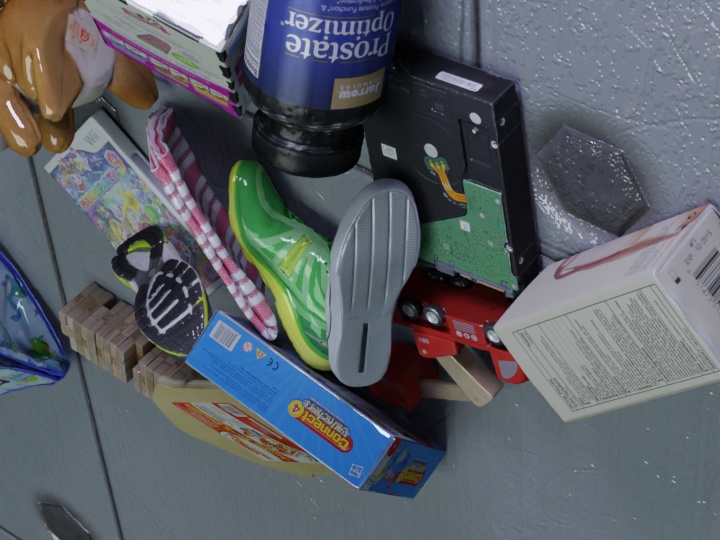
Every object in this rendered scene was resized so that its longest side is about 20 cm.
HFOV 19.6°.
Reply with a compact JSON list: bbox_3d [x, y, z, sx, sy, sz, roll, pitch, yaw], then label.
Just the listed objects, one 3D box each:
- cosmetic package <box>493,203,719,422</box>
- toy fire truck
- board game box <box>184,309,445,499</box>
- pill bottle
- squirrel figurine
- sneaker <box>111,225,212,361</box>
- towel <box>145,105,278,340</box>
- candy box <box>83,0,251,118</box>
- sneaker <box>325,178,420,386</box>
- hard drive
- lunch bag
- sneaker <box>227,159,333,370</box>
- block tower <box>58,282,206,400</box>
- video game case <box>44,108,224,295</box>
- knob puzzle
[{"bbox_3d":[0.206,0.035,1.559,0.104,0.087,0.200,52,147,-12],"label":"cosmetic package"},{"bbox_3d":[0.082,0.070,1.777,0.199,0.049,0.142,16,138,37],"label":"toy fire truck"},{"bbox_3d":[-0.037,0.123,1.874,0.199,0.056,0.196,35,-179,18],"label":"board game box"},{"bbox_3d":[-0.028,-0.175,1.531,0.111,0.112,0.201,28,128,26],"label":"pill bottle"},{"bbox_3d":[-0.312,-0.193,1.836,0.186,0.141,0.201,-18,96,36],"label":"squirrel figurine"},{"bbox_3d":[-0.167,0.030,1.930,0.081,0.074,0.200,48,-174,-32],"label":"sneaker"},{"bbox_3d":[-0.129,-0.042,1.846,0.201,0.030,0.147,58,-175,-22],"label":"towel"},{"bbox_3d":[-0.144,-0.199,1.636,0.136,0.061,0.200,29,172,5],"label":"candy box"},{"bbox_3d":[0.000,0.000,1.705,0.071,0.072,0.201,-111,27,-48],"label":"sneaker"},{"bbox_3d":[0.069,-0.080,1.636,0.139,0.038,0.201,22,140,34],"label":"hard drive"},{"bbox_3d":[-0.433,0.063,2.307,0.200,0.128,0.169,44,148,-23],"label":"lunch bag"},{"bbox_3d":[-0.050,-0.013,1.834,0.083,0.074,0.201,-27,96,17],"label":"sneaker"},{"bbox_3d":[-0.217,0.089,2.141,0.199,0.058,0.054,32,146,25],"label":"block tower"},{"bbox_3d":[-0.212,-0.052,2.011,0.200,0.018,0.143,49,148,-5],"label":"video game case"},{"bbox_3d":[-0.116,0.144,2.014,0.218,0.031,0.220,21,161,7],"label":"knob puzzle"}]
